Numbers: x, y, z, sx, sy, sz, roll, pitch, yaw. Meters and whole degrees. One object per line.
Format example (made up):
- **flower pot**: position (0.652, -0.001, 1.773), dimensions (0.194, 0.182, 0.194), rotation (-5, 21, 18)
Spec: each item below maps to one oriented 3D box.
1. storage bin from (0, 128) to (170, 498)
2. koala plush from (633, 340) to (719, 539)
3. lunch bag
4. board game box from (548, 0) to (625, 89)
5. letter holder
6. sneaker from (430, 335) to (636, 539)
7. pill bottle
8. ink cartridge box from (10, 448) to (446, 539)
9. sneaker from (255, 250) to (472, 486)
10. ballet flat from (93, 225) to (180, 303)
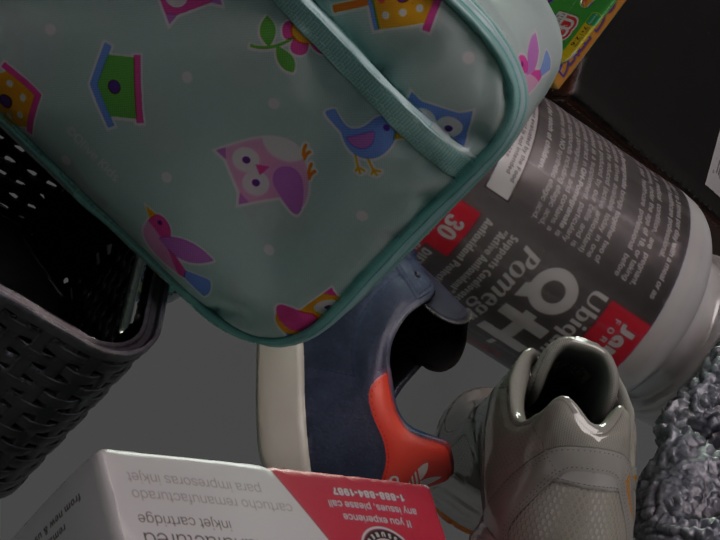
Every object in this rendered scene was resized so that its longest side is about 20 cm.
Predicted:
- **storage bin**: position (-0.166, -0.033, 0.689), dimensions (0.199, 0.094, 0.136), rotation (31, 37, -20)
- **koala plush**: position (0.220, 0.120, 0.813), dimensions (0.183, 0.199, 0.179), rotation (-37, 117, -36)
- **lunch bag**: position (-0.043, -0.088, 0.651), dimensions (0.200, 0.160, 0.077), rotation (44, 34, -4)
- **board game box**: position (0.063, -0.141, 0.946), dimensions (0.030, 0.096, 0.199), rotation (44, -11, -33)
- **letter holder**: position (0.122, -0.077, 1.030), dimensions (0.199, 0.141, 0.101), rotation (34, 66, -39)
- **sneaker**: position (0.073, 0.065, 0.785), dimensions (0.075, 0.093, 0.200), rotation (12, 10, -9)
- **pill bottle**: position (0.086, -0.008, 0.914), dimensions (0.199, 0.111, 0.111), rotation (32, 37, -19)
- **ink cartridge box**: position (-0.024, 0.166, 0.646), dimensions (0.147, 0.086, 0.201), rotation (11, 46, -40)
- **sneaker**: position (0.000, 0.000, 0.809), dimensions (0.084, 0.075, 0.202), rotation (-4, 66, 0)
- **ballet flat**: position (-0.074, -0.086, 0.820), dimensions (0.074, 0.074, 0.202), rotation (11, 63, -40)
